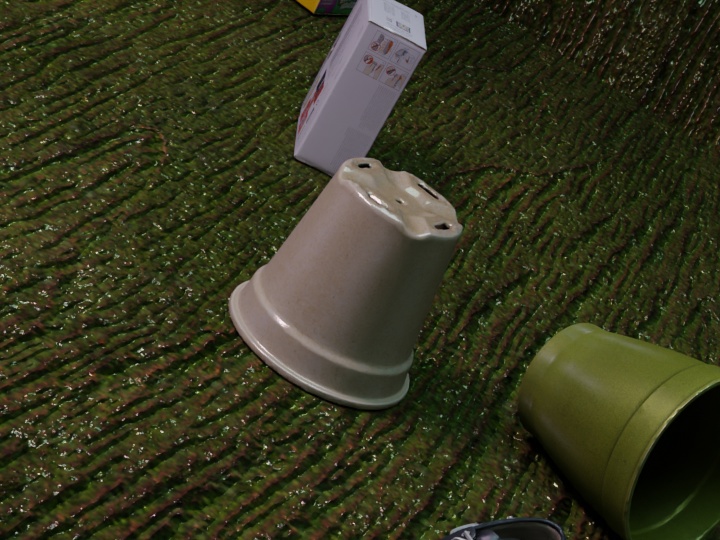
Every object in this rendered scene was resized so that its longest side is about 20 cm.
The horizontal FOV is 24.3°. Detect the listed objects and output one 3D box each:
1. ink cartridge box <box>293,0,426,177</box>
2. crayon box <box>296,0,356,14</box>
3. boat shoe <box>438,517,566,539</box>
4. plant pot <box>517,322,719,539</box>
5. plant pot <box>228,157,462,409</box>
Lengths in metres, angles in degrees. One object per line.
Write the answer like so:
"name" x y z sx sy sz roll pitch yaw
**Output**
"ink cartridge box" -0.001 -0.238 2.086 0.083 0.201 0.176 25 24 -12
"crayon box" -0.073 -0.477 2.676 0.172 0.058 0.200 40 25 20
"boat shoe" 0.099 0.242 1.403 0.076 0.061 0.199 43 26 28
"plant pot" 0.264 0.151 1.656 0.200 0.202 0.193 6 21 -44
"plant pot" 0.000 0.000 1.623 0.199 0.184 0.201 25 23 -11
